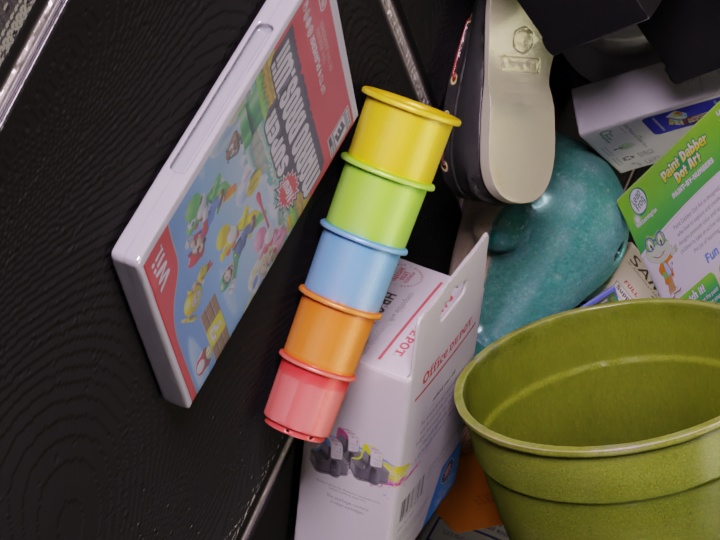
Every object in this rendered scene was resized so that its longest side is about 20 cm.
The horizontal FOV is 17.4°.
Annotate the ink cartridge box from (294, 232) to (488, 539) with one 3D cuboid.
[{"bbox_3d":[0.019,0.074,1.448,0.115,0.068,0.201,-49,152,-51],"label":"ink cartridge box"}]

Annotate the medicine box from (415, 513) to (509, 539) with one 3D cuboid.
[{"bbox_3d":[0.104,0.244,1.800,0.200,0.103,0.183,-57,157,-33],"label":"medicine box"}]

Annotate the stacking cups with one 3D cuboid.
[{"bbox_3d":[0.000,0.000,1.333,0.060,0.060,0.201,-3,112,-70],"label":"stacking cups"}]

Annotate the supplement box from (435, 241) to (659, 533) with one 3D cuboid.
[{"bbox_3d":[0.129,0.082,1.659,0.074,0.126,0.200,49,51,-20],"label":"supplement box"}]

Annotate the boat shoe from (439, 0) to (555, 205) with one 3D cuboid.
[{"bbox_3d":[0.089,-0.141,1.451,0.073,0.063,0.202,10,87,-36],"label":"boat shoe"}]

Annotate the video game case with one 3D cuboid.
[{"bbox_3d":[-0.059,-0.046,1.193,0.200,0.017,0.143,-61,159,-26],"label":"video game case"}]

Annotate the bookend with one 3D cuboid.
[{"bbox_3d":[0.169,-0.183,1.409,0.200,0.092,0.199,52,47,-20],"label":"bookend"}]

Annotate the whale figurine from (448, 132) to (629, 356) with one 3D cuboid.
[{"bbox_3d":[0.115,0.005,1.588,0.159,0.103,0.201,66,44,-64],"label":"whale figurine"}]

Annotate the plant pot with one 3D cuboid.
[{"bbox_3d":[0.173,0.147,1.450,0.200,0.200,0.194,-44,128,-53],"label":"plant pot"}]

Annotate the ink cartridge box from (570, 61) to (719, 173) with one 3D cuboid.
[{"bbox_3d":[0.247,-0.117,1.548,0.099,0.199,0.039,33,46,-64],"label":"ink cartridge box"}]

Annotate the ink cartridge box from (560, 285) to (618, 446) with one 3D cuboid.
[{"bbox_3d":[0.180,0.121,1.584,0.119,0.042,0.201,-29,104,-45],"label":"ink cartridge box"}]

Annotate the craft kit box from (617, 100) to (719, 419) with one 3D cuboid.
[{"bbox_3d":[0.256,-0.006,1.464,0.048,0.198,0.200,-13,161,-30],"label":"craft kit box"}]

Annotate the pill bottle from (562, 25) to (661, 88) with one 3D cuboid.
[{"bbox_3d":[0.195,-0.163,1.633,0.116,0.115,0.200,-66,160,-11],"label":"pill bottle"}]
